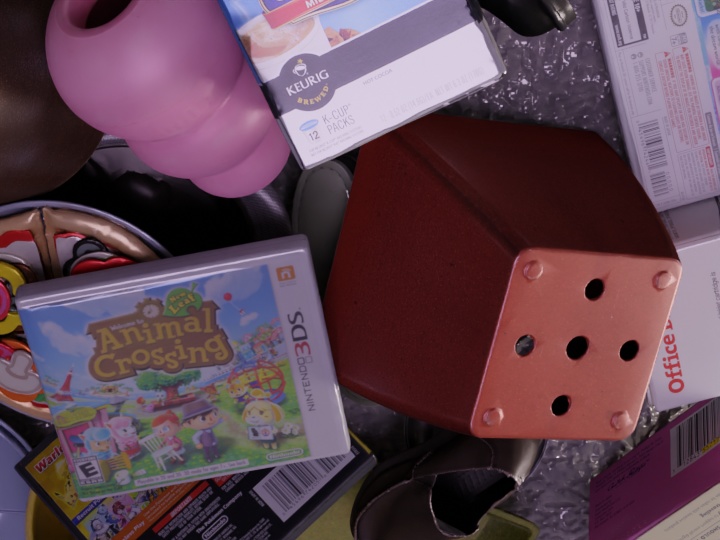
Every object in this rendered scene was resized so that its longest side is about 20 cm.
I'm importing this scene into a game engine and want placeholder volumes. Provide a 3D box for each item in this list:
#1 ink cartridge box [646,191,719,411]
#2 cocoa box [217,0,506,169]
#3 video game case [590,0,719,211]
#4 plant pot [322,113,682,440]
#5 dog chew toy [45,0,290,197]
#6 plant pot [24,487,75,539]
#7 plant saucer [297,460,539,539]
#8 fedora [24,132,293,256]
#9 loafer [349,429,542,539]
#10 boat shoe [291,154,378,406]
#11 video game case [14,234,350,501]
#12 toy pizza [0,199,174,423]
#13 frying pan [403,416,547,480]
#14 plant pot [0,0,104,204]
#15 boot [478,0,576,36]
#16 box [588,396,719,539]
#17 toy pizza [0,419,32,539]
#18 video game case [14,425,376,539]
[{"bbox_3d":[0.294,0.005,1.409,0.199,0.084,0.145,-15,121,3],"label":"ink cartridge box"},{"bbox_3d":[-0.004,-0.165,1.129,0.133,0.200,0.132,-25,105,7],"label":"cocoa box"},{"bbox_3d":[0.267,-0.153,1.340,0.181,0.024,0.201,-16,114,3],"label":"video game case"},{"bbox_3d":[0.107,0.018,1.299,0.199,0.176,0.201,4,111,-29],"label":"plant pot"},{"bbox_3d":[-0.110,-0.116,1.188,0.124,0.125,0.200,-29,140,11],"label":"dog chew toy"},{"bbox_3d":[-0.152,0.216,1.445,0.199,0.201,0.142,0,150,-6],"label":"plant pot"},{"bbox_3d":[0.012,0.237,1.537,0.199,0.048,0.200,23,115,-18],"label":"plant saucer"},{"bbox_3d":[-0.145,-0.038,1.336,0.199,0.090,0.177,20,115,-9],"label":"fedora"},{"bbox_3d":[0.056,0.170,1.413,0.073,0.071,0.200,34,128,-15],"label":"loafer"},{"bbox_3d":[0.000,0.000,1.394,0.071,0.061,0.202,11,123,35],"label":"boat shoe"},{"bbox_3d":[-0.118,0.071,1.295,0.199,0.022,0.183,-10,124,1],"label":"video game case"},{"bbox_3d":[-0.206,0.039,1.308,0.199,0.032,0.201,4,127,5],"label":"toy pizza"},{"bbox_3d":[0.127,0.115,1.461,0.189,0.031,0.115,-15,100,0],"label":"frying pan"},{"bbox_3d":[-0.274,-0.124,1.173,0.186,0.200,0.188,2,99,13],"label":"plant pot"},{"bbox_3d":[0.025,-0.190,1.269,0.211,0.079,0.158,38,103,-12],"label":"boot"},{"bbox_3d":[0.313,0.203,1.493,0.200,0.097,0.176,30,131,-20],"label":"box"},{"bbox_3d":[-0.342,0.175,1.465,0.199,0.032,0.201,-2,121,-4],"label":"toy pizza"},{"bbox_3d":[-0.120,0.142,1.371,0.200,0.181,0.026,-42,162,-10],"label":"video game case"}]
